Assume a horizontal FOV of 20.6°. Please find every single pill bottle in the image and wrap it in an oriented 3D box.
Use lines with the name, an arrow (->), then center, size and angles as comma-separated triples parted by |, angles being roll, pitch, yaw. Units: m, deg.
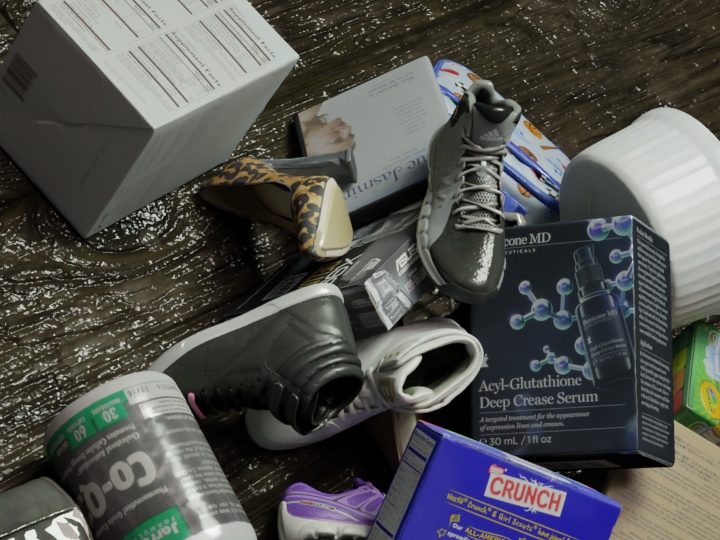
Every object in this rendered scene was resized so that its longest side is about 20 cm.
pill bottle -> -0.146, 0.185, 1.471 | 0.113, 0.113, 0.200 | -11, 62, -42

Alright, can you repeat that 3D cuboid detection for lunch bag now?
lunch bag -> 0.127, -0.112, 1.923 | 0.200, 0.076, 0.160 | 39, 21, -3

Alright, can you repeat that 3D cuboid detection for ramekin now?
ramekin -> 0.268, -0.038, 1.807 | 0.098, 0.201, 0.201 | -23, 69, -21

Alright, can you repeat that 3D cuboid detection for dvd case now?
dvd case -> 0.015, -0.115, 1.805 | 0.200, 0.142, 0.018 | -104, 169, -53

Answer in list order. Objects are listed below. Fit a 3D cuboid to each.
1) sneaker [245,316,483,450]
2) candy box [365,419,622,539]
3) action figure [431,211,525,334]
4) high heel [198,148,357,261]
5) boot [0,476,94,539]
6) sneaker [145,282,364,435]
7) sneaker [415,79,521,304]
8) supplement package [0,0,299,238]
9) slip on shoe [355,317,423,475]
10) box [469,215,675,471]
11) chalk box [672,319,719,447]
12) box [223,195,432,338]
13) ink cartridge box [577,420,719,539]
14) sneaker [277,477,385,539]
sneaker -> 0.003, 0.092, 1.601 | 0.200, 0.116, 0.074 | -25, 96, -7
candy box -> 0.086, 0.239, 1.541 | 0.169, 0.200, 0.077 | 24, 1, -19
action figure -> 0.093, -0.015, 1.823 | 0.102, 0.119, 0.200 | 4, 61, -10
high heel -> -0.080, -0.045, 1.695 | 0.200, 0.142, 0.072 | -79, 157, -64
boot -> -0.296, 0.182, 1.395 | 0.200, 0.073, 0.182 | -23, 85, -38
sneaker -> -0.087, 0.094, 1.553 | 0.200, 0.071, 0.099 | -27, 57, -2
sneaker -> 0.093, -0.078, 1.623 | 0.075, 0.116, 0.200 | 8, 49, -12
supplement package -> -0.192, -0.159, 1.702 | 0.151, 0.152, 0.200 | 47, 42, 8
slip on shoe -> 0.018, 0.113, 1.700 | 0.060, 0.076, 0.200 | -14, 68, 6
box -> 0.179, 0.066, 1.672 | 0.107, 0.148, 0.200 | 25, 62, -62
chalk box -> 0.318, 0.141, 1.844 | 0.200, 0.124, 0.125 | 29, 42, -13
box -> 0.000, 0.000, 1.703 | 0.200, 0.158, 0.050 | -43, 112, -48
ink cartridge box -> 0.282, 0.236, 1.736 | 0.200, 0.075, 0.165 | 31, 66, -12
sneaker -> 0.026, 0.208, 1.610 | 0.200, 0.081, 0.084 | 15, 41, -26
